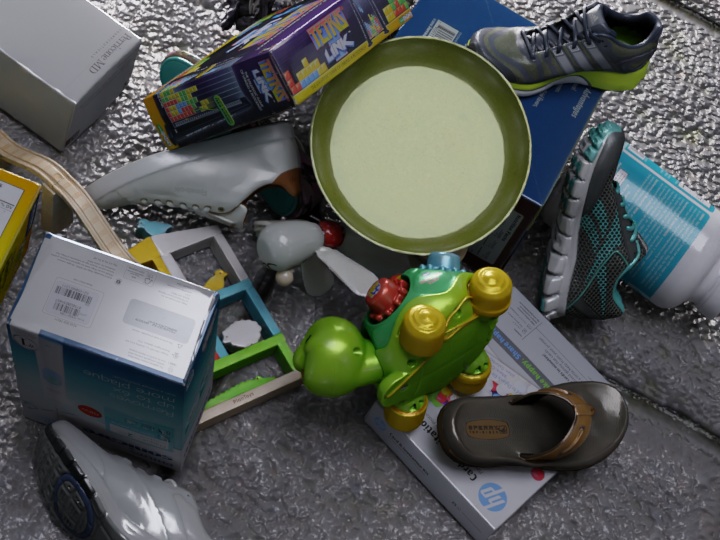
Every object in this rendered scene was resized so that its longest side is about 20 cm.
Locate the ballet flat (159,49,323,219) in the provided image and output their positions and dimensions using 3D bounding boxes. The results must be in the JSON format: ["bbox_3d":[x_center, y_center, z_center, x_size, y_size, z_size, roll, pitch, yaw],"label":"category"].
[{"bbox_3d":[-0.107,-0.134,1.606,0.200,0.069,0.071,46,39,7],"label":"ballet flat"}]

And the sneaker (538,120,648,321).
[{"bbox_3d":[0.227,-0.041,1.576,0.090,0.202,0.078,11,26,-1],"label":"sneaker"}]

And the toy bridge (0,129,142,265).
[{"bbox_3d":[-0.265,-0.061,1.485,0.200,0.067,0.027,43,58,18],"label":"toy bridge"}]

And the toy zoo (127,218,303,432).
[{"bbox_3d":[-0.151,0.039,1.507,0.130,0.021,0.201,-23,69,-28],"label":"toy zoo"}]

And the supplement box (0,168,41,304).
[{"bbox_3d":[-0.356,0.011,1.401,0.108,0.110,0.201,23,56,-4],"label":"supplement box"}]

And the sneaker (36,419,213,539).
[{"bbox_3d":[-0.185,0.198,1.381,0.200,0.075,0.087,47,45,4],"label":"sneaker"}]

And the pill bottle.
[{"bbox_3d":[0.281,-0.039,1.647,0.199,0.111,0.111,37,56,6],"label":"pill bottle"}]

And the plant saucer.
[{"bbox_3d":[0.052,-0.108,1.506,0.198,0.031,0.202,1,78,-5],"label":"plant saucer"}]

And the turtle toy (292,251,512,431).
[{"bbox_3d":[0.037,0.057,1.448,0.199,0.146,0.101,-27,58,-29],"label":"turtle toy"}]

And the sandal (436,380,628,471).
[{"bbox_3d":[0.160,0.130,1.482,0.198,0.055,0.082,3,64,-29],"label":"sandal"}]

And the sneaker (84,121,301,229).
[{"bbox_3d":[-0.149,-0.071,1.530,0.198,0.073,0.085,-15,92,0],"label":"sneaker"}]

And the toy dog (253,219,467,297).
[{"bbox_3d":[0.000,0.000,1.540,0.198,0.132,0.097,-3,92,-12],"label":"toy dog"}]

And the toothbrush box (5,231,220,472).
[{"bbox_3d":[-0.195,0.070,1.352,0.145,0.200,0.086,19,65,1],"label":"toothbrush box"}]

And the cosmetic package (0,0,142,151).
[{"bbox_3d":[-0.316,-0.217,1.568,0.199,0.081,0.113,33,54,4],"label":"cosmetic package"}]

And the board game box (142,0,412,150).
[{"bbox_3d":[-0.072,-0.189,1.503,0.200,0.164,0.057,-44,111,-46],"label":"board game box"}]

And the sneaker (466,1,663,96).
[{"bbox_3d":[0.192,-0.215,1.575,0.198,0.081,0.074,-7,61,-23],"label":"sneaker"}]

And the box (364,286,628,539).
[{"bbox_3d":[0.125,0.128,1.537,0.200,0.041,0.156,-37,76,-31],"label":"box"}]

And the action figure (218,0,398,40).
[{"bbox_3d":[-0.059,-0.262,1.665,0.199,0.103,0.119,27,37,9],"label":"action figure"}]

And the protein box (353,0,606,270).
[{"bbox_3d":[0.104,-0.142,1.633,0.199,0.135,0.199,31,55,1],"label":"protein box"}]
